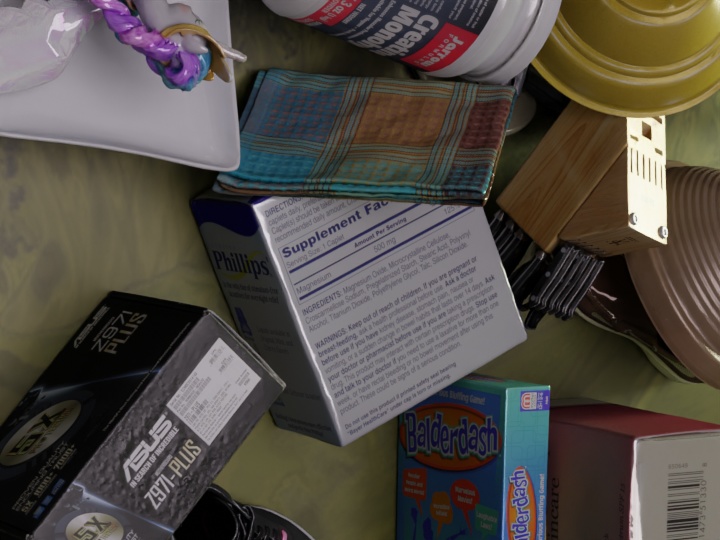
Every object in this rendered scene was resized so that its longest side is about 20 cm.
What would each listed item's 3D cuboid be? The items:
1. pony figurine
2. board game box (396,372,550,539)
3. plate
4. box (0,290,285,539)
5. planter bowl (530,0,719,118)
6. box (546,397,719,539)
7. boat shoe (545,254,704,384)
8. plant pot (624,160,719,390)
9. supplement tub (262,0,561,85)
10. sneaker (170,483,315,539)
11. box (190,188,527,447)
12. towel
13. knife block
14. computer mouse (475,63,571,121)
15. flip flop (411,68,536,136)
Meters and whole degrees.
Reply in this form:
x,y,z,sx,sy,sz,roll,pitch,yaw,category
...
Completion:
x,y,z,sx,sy,sz,roll,pitch,yaw,category
-0.182,-0.206,1.417,0.192,0.167,0.201,1,52,-40,pony figurine
0.084,0.181,1.646,0.045,0.152,0.201,0,93,-30,board game box
-0.184,-0.168,1.495,0.199,0.032,0.201,7,65,-29,plate
-0.173,0.121,1.479,0.086,0.163,0.200,46,72,-25,box
0.214,-0.223,1.606,0.199,0.083,0.202,1,78,-6,planter bowl
0.197,0.177,1.685,0.108,0.200,0.129,-2,94,-31,box
0.242,0.027,1.775,0.202,0.075,0.075,33,77,-29,boat shoe
0.307,-0.009,1.748,0.200,0.092,0.202,32,45,-38,plant pot
0.034,-0.224,1.545,0.199,0.140,0.141,18,84,-31,supplement tub
-0.091,0.203,1.572,0.199,0.099,0.071,25,79,-31,sneaker
0.000,0.000,1.609,0.183,0.105,0.201,-28,108,-26,box
0.005,-0.099,1.540,0.147,0.199,0.022,-71,160,-49,towel
0.153,-0.059,1.685,0.064,0.175,0.201,21,65,-52,knife block
0.173,-0.159,1.699,0.200,0.052,0.139,30,71,-49,computer mouse
0.075,-0.187,1.669,0.081,0.057,0.201,-42,113,-22,flip flop
